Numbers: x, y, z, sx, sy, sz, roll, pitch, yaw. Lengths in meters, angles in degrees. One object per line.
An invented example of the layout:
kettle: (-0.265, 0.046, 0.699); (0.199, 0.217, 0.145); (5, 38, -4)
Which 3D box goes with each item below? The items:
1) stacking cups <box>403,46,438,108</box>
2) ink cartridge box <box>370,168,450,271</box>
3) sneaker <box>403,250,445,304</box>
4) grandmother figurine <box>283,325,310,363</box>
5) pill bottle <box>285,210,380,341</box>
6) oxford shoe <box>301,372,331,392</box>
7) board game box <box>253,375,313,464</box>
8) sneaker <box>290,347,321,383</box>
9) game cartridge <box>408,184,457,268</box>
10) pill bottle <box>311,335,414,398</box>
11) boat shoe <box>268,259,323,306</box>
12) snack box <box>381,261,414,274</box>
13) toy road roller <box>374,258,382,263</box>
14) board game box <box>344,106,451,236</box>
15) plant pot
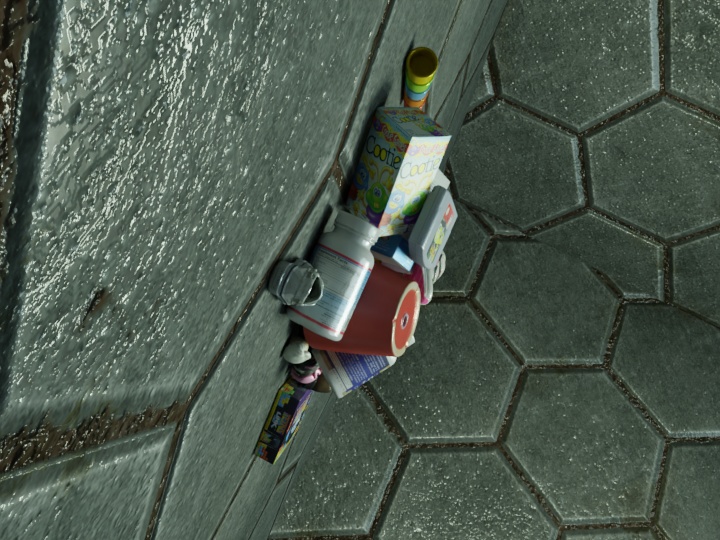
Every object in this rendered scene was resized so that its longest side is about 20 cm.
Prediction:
stacking cups: (0.114, -0.358, 1.447); (0.062, 0.059, 0.200); (-64, 174, -9)
ink cartridge box: (0.069, -0.123, 1.493); (0.083, 0.143, 0.204); (33, 81, -51)
sneaker: (0.144, -0.009, 1.594); (0.082, 0.086, 0.204); (126, -25, -44)
grandmother figurine: (-0.092, 0.102, 1.490); (0.202, 0.059, 0.123); (-58, 144, -33)
pill bottle: (-0.042, 0.008, 1.281); (0.109, 0.107, 0.204); (46, 69, -84)
oxford shoe: (-0.082, 0.203, 1.722); (0.073, 0.083, 0.203); (-55, -161, 41)
board game box: (-0.163, 0.323, 1.713); (0.169, 0.056, 0.200); (-66, 174, 15)
sneaker: (-0.079, 0.149, 1.625); (0.201, 0.078, 0.097); (-49, 151, -29)
game cartridge: (0.140, -0.075, 1.441); (0.135, 0.040, 0.200); (-62, 164, -3)
pill bottle: (0.008, 0.160, 1.542); (0.197, 0.121, 0.120); (-31, 170, -4)
boat shoe: (-0.090, 0.029, 1.141); (0.075, 0.065, 0.200); (-65, 174, 4)
snack box: (0.093, -0.099, 1.560); (0.024, 0.071, 0.206); (11, 89, -52)
toy road roller: (0.000, 0.000, 1.618); (0.147, 0.120, 0.203); (76, 36, -58)
board game box: (0.064, -0.177, 1.344); (0.103, 0.103, 0.204); (-10, 133, -39)
plant pot: (0.010, 0.071, 1.417); (0.200, 0.173, 0.206); (14, 90, -68)
